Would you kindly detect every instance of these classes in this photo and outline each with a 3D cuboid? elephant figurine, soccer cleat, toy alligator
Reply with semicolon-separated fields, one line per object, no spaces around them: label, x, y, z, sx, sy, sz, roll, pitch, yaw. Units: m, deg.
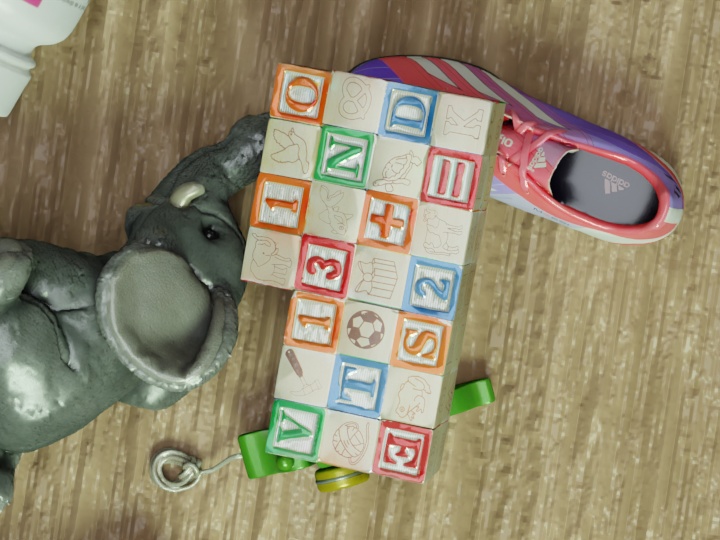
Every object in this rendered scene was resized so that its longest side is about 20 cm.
elephant figurine;-0.119;0.017;1.344;0.199;0.142;0.156;-7;121;-11
soccer cleat;0.080;-0.067;1.344;0.199;0.073;0.069;22;94;3
toy alligator;-0.024;0.092;1.368;0.199;0.054;0.060;-15;91;5

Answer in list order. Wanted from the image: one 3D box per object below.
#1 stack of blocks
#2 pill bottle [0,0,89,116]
stack of blocks;0.000;0.000;1.304;0.114;0.059;0.201;10;95;10
pill bottle;-0.184;-0.192;1.339;0.113;0.113;0.201;29;95;3
